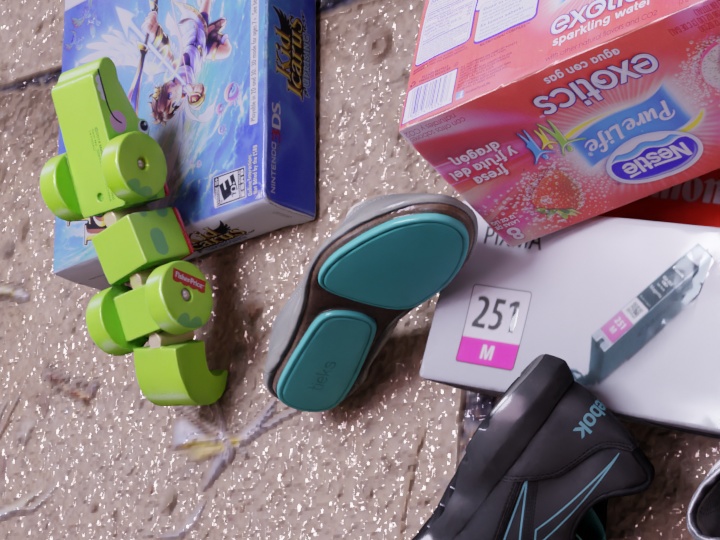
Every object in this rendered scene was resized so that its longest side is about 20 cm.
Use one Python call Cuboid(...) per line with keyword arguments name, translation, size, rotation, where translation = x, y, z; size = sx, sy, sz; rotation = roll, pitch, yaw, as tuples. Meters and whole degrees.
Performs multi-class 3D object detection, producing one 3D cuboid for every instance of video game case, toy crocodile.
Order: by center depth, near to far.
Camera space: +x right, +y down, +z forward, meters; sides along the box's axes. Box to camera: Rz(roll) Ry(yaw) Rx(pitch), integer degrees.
Cuboid(name="toy crocodile", translation=(-0.122, -0.019, 1.335), size=(0.067, 0.062, 0.201), rotation=(-21, 86, 40))
Cuboid(name="video game case", translation=(-0.104, -0.106, 1.409), size=(0.181, 0.045, 0.201), rotation=(-18, 64, 41))

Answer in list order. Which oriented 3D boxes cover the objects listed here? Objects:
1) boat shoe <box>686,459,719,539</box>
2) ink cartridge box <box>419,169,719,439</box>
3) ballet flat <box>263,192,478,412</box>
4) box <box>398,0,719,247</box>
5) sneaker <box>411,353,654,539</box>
Cuboid(name="boat shoe", translation=(0.220, 0.060, 1.007), size=(0.199, 0.068, 0.074), rotation=(-35, 54, 32))
Cuboid(name="ink cartridge box", translation=(0.129, -0.017, 1.146), size=(0.200, 0.043, 0.174), rotation=(8, 83, 46))
Cuboid(name="ballet flat", translation=(0.000, 0.000, 1.214), size=(0.200, 0.067, 0.064), rotation=(126, 153, -50))
Cuboid(name="box", translation=(0.127, -0.104, 1.110), size=(0.200, 0.095, 0.103), rotation=(-22, 40, 33))
Cuboid(name="sneaker", translation=(0.064, 0.132, 1.133), size=(0.079, 0.075, 0.200), rotation=(34, 127, 5))
